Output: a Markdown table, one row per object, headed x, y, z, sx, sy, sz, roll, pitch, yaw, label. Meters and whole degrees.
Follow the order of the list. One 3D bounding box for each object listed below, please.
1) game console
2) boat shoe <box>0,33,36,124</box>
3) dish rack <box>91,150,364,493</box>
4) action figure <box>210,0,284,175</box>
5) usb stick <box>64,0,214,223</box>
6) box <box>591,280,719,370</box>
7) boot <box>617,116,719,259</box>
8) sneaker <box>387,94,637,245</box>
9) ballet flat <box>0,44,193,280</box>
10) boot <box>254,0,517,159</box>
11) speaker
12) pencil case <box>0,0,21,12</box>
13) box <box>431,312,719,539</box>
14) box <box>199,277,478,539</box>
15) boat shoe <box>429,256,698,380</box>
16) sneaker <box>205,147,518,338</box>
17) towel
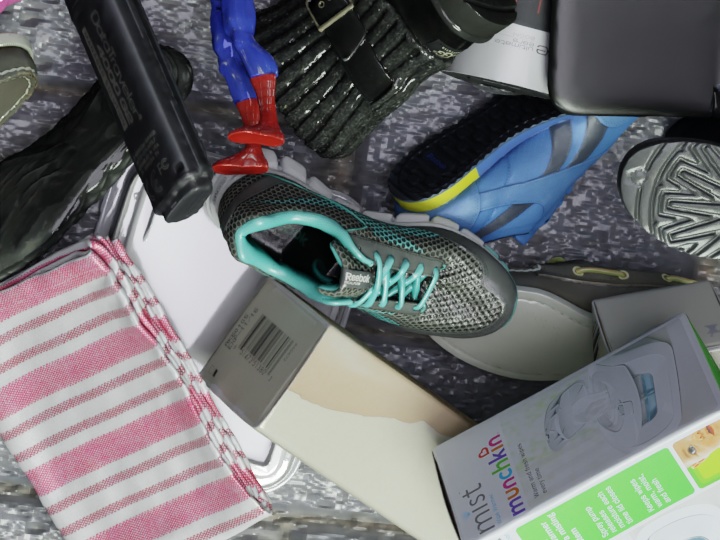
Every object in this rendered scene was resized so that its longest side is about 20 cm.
| x | y | z | sx | sy | sz | roll | pitch | yaw | label |
| --- | --- | --- | --- | --- | --- | --- | --- | --- | --- |
| 0.195 | -0.197 | 1.706 | 0.116 | 0.176 | 0.202 | 5 | 99 | 19 | game console |
| -0.270 | -0.064 | 1.658 | 0.201 | 0.072 | 0.060 | -34 | 61 | 4 | boat shoe |
| -0.091 | 0.034 | 1.735 | 0.171 | 0.044 | 0.201 | 16 | 98 | -13 | dish rack |
| -0.101 | -0.161 | 1.655 | 0.098 | 0.065 | 0.201 | 4 | 65 | -18 | action figure |
| -0.136 | -0.124 | 1.650 | 0.032 | 0.055 | 0.201 | -9 | 67 | -37 | usb stick |
| 0.190 | 0.109 | 1.743 | 0.082 | 0.069 | 0.201 | -9 | 127 | -5 | box |
| 0.217 | -0.064 | 1.693 | 0.164 | 0.200 | 0.066 | 14 | 107 | -10 | boot |
| 0.112 | -0.071 | 1.748 | 0.199 | 0.066 | 0.079 | -32 | 125 | -7 | sneaker |
| -0.175 | -0.057 | 1.701 | 0.200 | 0.057 | 0.067 | -42 | 69 | 5 | ballet flat |
| -0.005 | -0.190 | 1.691 | 0.079 | 0.212 | 0.158 | 12 | 144 | -45 | boot |
| 0.107 | -0.205 | 1.697 | 0.081 | 0.081 | 0.201 | 13 | 91 | -12 | speaker |
| -0.299 | -0.161 | 1.642 | 0.199 | 0.091 | 0.094 | -29 | 141 | -6 | pencil case |
| 0.166 | 0.153 | 1.669 | 0.176 | 0.097 | 0.200 | -29 | 127 | 8 | box |
| 0.009 | 0.096 | 1.709 | 0.200 | 0.095 | 0.078 | 36 | 90 | -34 | box |
| 0.135 | 0.028 | 1.765 | 0.200 | 0.061 | 0.072 | 9 | 133 | -10 | boat shoe |
| 0.000 | 0.000 | 1.668 | 0.199 | 0.091 | 0.078 | 19 | 110 | -9 | sneaker |
| -0.157 | 0.090 | 1.692 | 0.146 | 0.030 | 0.201 | -27 | 96 | 31 | towel |
